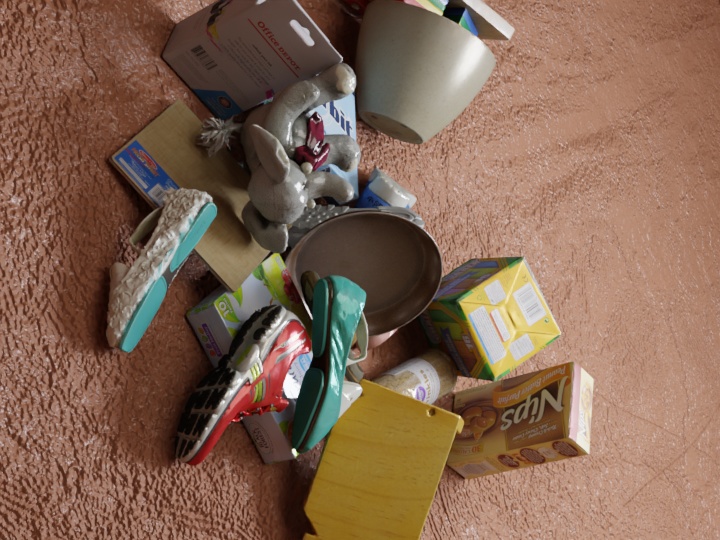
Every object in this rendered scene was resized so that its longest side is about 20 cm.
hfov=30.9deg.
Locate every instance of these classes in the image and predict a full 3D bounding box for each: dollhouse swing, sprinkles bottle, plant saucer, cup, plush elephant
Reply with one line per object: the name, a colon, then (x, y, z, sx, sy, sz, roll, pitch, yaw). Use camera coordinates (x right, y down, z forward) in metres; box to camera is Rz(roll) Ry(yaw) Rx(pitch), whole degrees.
dollhouse swing: (0.022, 0.251, 1.562, 0.180, 0.176, 0.202, 21, 82, -9)
sprinkles bottle: (0.051, 0.157, 1.674, 0.199, 0.068, 0.069, -21, 92, -55)
plant saucer: (0.000, 0.000, 1.580, 0.200, 0.199, 0.032, 40, 24, -36)
cup: (0.070, -0.262, 1.812, 0.200, 0.199, 0.144, 31, 80, -43)
plush elephant: (-0.076, -0.118, 1.471, 0.198, 0.166, 0.156, -10, 53, -13)

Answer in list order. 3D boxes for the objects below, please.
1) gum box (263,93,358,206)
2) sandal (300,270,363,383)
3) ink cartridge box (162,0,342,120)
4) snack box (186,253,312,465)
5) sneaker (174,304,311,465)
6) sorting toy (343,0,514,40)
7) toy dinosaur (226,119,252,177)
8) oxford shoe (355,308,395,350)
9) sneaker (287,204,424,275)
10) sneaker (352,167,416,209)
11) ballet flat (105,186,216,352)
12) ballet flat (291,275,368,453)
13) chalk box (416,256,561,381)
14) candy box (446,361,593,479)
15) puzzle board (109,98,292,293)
gum box: (-0.062, -0.210, 1.661, 0.170, 0.044, 0.202, 46, 33, -47)
sandal: (-0.025, 0.063, 1.562, 0.081, 0.054, 0.201, 60, -4, 42)
ink cartridge box: (-0.119, -0.267, 1.520, 0.115, 0.199, 0.068, 47, 42, -30)
snack box: (-0.103, 0.100, 1.504, 0.142, 0.053, 0.201, -42, 109, -51)
sneaker: (-0.119, 0.133, 1.394, 0.085, 0.077, 0.201, 44, 71, -23)
sorting toy: (0.083, -0.369, 1.865, 0.198, 0.199, 0.070, 30, 82, -37)
toy dinosaur: (-0.130, -0.129, 1.580, 0.089, 0.047, 0.201, 58, 40, -29)
oxford shoe: (0.038, 0.021, 1.717, 0.074, 0.070, 0.200, 56, 38, -16)
sneaker: (-0.020, -0.032, 1.607, 0.077, 0.198, 0.081, -100, -164, -60)
sneaker: (0.016, -0.070, 1.736, 0.076, 0.112, 0.200, 36, 7, -3)
ballet flat: (-0.224, -0.005, 1.374, 0.072, 0.071, 0.201, 46, 61, -31)
ballet flat: (-0.027, 0.108, 1.449, 0.070, 0.067, 0.202, 10, 88, -21)
chalk box: (0.157, 0.064, 1.784, 0.123, 0.200, 0.125, -32, 100, -20)
candy box: (0.215, 0.204, 1.760, 0.055, 0.199, 0.116, 39, 47, -37)
puzzle board: (-0.179, -0.086, 1.480, 0.200, 0.017, 0.151, 47, 41, -8)
